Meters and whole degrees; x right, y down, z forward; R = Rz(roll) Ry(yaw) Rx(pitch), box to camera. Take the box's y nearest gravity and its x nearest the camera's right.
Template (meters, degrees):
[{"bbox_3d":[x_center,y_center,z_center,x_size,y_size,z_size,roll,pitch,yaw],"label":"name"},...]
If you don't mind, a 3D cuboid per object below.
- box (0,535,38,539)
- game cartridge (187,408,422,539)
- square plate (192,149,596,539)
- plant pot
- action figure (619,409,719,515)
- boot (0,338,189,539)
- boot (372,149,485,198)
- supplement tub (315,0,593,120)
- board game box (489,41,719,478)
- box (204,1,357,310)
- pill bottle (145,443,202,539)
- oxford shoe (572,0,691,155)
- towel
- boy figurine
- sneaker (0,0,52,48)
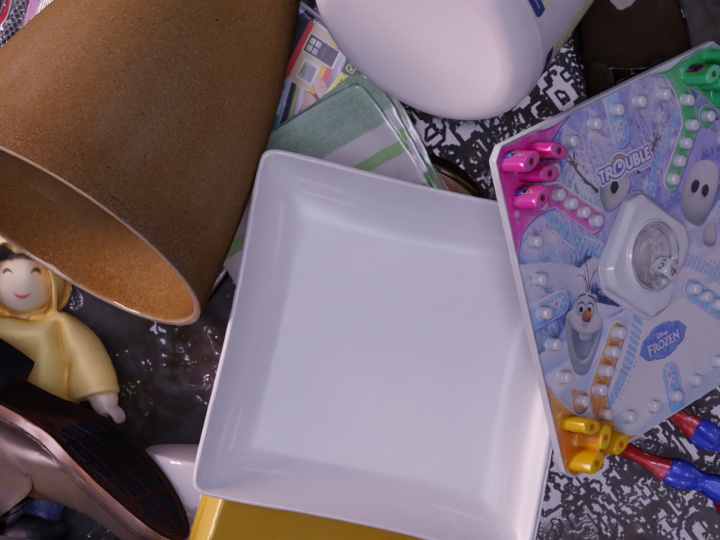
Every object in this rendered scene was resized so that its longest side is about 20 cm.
[{"bbox_3d":[-0.245,0.258,1.244,0.199,0.131,0.200,8,95,-10],"label":"box"},{"bbox_3d":[-0.022,0.197,1.283,0.199,0.032,0.177,27,71,-32],"label":"game cartridge"},{"bbox_3d":[0.020,0.048,1.239,0.199,0.028,0.199,12,85,-6],"label":"square plate"},{"bbox_3d":[-0.123,-0.104,1.247,0.186,0.186,0.201,30,73,1],"label":"plant pot"},{"bbox_3d":[0.244,0.132,1.336,0.199,0.052,0.066,30,99,-4],"label":"action figure"},{"bbox_3d":[-0.193,0.124,1.282,0.200,0.075,0.097,38,110,18],"label":"boot"},{"bbox_3d":[0.041,0.017,1.329,0.199,0.074,0.155,29,100,6],"label":"boot"},{"bbox_3d":[0.079,-0.200,1.244,0.145,0.145,0.200,36,60,0],"label":"supplement tub"},{"bbox_3d":[0.170,-0.008,1.260,0.199,0.026,0.201,-27,111,-36],"label":"board game box"},{"bbox_3d":[-0.089,-0.080,1.345,0.110,0.035,0.200,35,94,1],"label":"box"},{"bbox_3d":[-0.094,0.211,1.321,0.113,0.114,0.201,6,93,2],"label":"pill bottle"},{"bbox_3d":[0.168,-0.110,1.310,0.072,0.084,0.201,-6,91,4],"label":"oxford shoe"},{"bbox_3d":[0.000,0.000,1.296,0.152,0.023,0.201,-31,92,22],"label":"towel"},{"bbox_3d":[-0.205,0.069,1.344,0.123,0.064,0.201,7,96,8],"label":"boy figurine"},{"bbox_3d":[-0.198,-0.135,1.334,0.075,0.081,0.201,33,94,29],"label":"sneaker"}]
